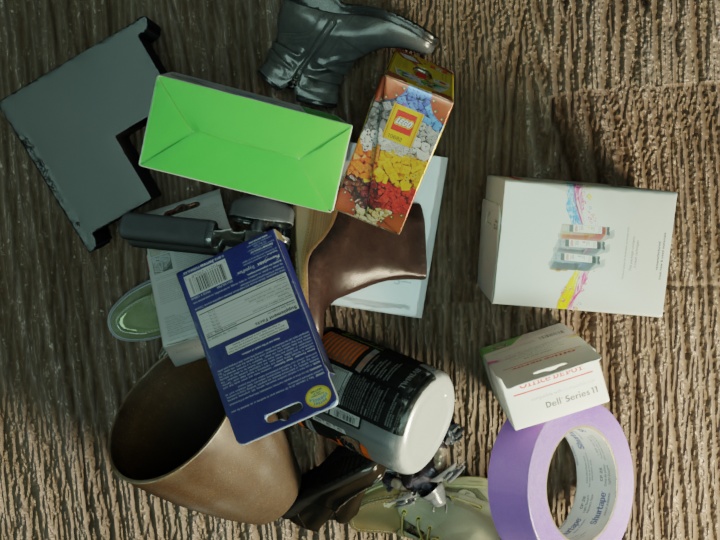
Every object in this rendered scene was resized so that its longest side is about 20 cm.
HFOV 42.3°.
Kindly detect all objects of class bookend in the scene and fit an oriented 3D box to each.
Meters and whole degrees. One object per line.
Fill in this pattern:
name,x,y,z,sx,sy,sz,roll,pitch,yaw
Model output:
bookend,-0.283,-0.161,1.106,0.199,0.092,0.199,-30,98,2

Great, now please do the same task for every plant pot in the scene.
plant pot,-0.163,0.216,1.109,0.186,0.187,0.200,-36,128,4

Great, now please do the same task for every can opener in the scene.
can opener,-0.173,-0.054,1.062,0.199,0.053,0.067,6,73,10

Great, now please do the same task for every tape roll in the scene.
tape roll,0.244,0.255,1.119,0.199,0.065,0.202,6,81,-38

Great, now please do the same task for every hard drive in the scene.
hard drive,0.027,-0.050,1.155,0.131,0.025,0.201,9,97,-2

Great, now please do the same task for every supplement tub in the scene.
supplement tub,-0.004,0.140,1.061,0.199,0.122,0.123,20,98,30

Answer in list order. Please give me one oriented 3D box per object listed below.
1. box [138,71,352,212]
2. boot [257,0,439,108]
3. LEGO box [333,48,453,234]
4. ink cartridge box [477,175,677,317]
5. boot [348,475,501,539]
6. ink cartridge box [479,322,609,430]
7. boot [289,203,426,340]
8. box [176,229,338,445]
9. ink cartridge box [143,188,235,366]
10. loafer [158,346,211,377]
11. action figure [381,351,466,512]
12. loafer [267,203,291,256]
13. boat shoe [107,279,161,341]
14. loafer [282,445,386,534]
box,-0.121,-0.139,0.991,0.199,0.177,0.097,13,102,-9
boot,-0.015,-0.256,1.118,0.199,0.070,0.132,18,103,4
LEGO box,0.040,-0.147,1.016,0.077,0.200,0.150,21,111,-3
ink cartridge box,0.246,-0.033,1.098,0.198,0.145,0.146,6,97,0
boot,0.082,0.328,1.135,0.198,0.155,0.072,-4,121,-1
ink cartridge box,0.215,0.126,1.090,0.116,0.200,0.068,-18,97,2
boot,0.000,0.000,1.070,0.165,0.072,0.201,6,66,-15
box,-0.107,0.072,0.987,0.121,0.032,0.201,-23,76,6
ink cartridge box,-0.190,0.004,1.094,0.108,0.050,0.201,-18,54,-3
loafer,-0.159,0.091,1.153,0.199,0.063,0.072,-13,96,1
action figure,0.059,0.202,1.135,0.130,0.069,0.201,-34,72,19
loafer,-0.098,-0.025,1.126,0.063,0.072,0.201,0,77,33
boat shoe,-0.222,0.036,1.146,0.199,0.062,0.072,-21,96,2
loafer,-0.022,0.267,1.142,0.071,0.073,0.200,39,135,-12
